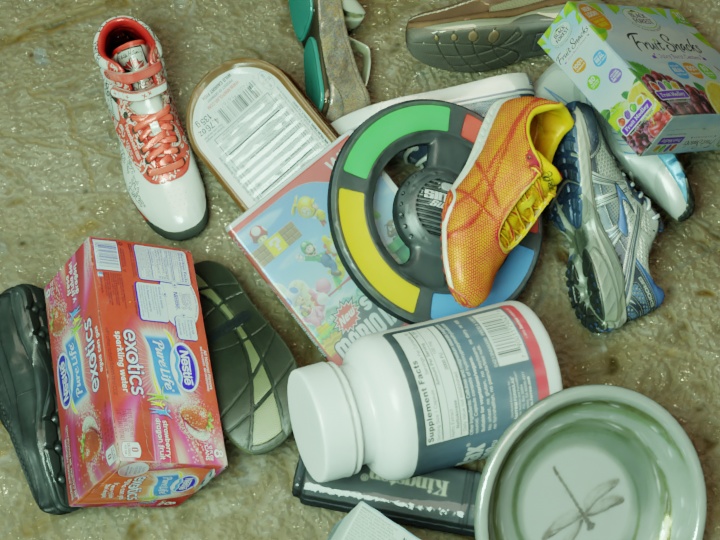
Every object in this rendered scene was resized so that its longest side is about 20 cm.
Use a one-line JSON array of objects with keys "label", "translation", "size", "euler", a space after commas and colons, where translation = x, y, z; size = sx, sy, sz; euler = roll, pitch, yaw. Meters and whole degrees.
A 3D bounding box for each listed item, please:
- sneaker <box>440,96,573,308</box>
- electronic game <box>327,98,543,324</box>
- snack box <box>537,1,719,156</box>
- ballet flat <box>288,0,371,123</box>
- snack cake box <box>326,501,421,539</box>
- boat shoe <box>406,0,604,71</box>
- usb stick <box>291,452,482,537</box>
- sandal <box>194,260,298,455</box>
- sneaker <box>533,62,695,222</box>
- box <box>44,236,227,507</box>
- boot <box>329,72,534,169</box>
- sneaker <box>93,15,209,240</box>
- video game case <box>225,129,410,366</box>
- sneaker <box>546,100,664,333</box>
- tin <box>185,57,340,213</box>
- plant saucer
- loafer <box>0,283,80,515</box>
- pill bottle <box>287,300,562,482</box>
[{"label": "sneaker", "translation": [0.120, -0.062, 1.211], "size": [0.077, 0.073, 0.201], "euler": [5, 64, 36]}, {"label": "electronic game", "translation": [0.066, -0.049, 1.255], "size": [0.198, 0.042, 0.202], "euler": [5, 75, -20]}, {"label": "snack box", "translation": [0.264, -0.170, 1.306], "size": [0.199, 0.053, 0.142], "euler": [-9, 53, -50]}, {"label": "ballet flat", "translation": [-0.027, -0.223, 1.400], "size": [0.067, 0.068, 0.202], "euler": [0, 67, -21]}, {"label": "snack cake box", "translation": [0.047, 0.279, 1.093], "size": [0.199, 0.067, 0.115], "euler": [34, 55, -3]}, {"label": "boat shoe", "translation": [0.134, -0.239, 1.385], "size": [0.198, 0.076, 0.072], "euler": [-8, 65, -14]}, {"label": "usb stick", "translation": [0.045, 0.181, 1.202], "size": [0.198, 0.033, 0.056], "euler": [10, 64, 6]}, {"label": "sandal", "translation": [-0.101, 0.073, 1.251], "size": [0.079, 0.058, 0.202], "euler": [-25, 50, -5]}, {"label": "sneaker", "translation": [0.221, -0.109, 1.336], "size": [0.086, 0.075, 0.200], "euler": [-36, 64, -2]}, {"label": "box", "translation": [-0.186, 0.084, 1.201], "size": [0.099, 0.095, 0.201], "euler": [7, 57, -35]}, {"label": "boot", "translation": [0.067, -0.111, 1.333], "size": [0.198, 0.073, 0.091], "euler": [-14, 83, 7]}, {"label": "sneaker", "translation": [-0.192, -0.132, 1.322], "size": [0.067, 0.108, 0.203], "euler": [-17, 64, -8]}, {"label": "video game case", "translation": [0.000, 0.000, 1.259], "size": [0.143, 0.017, 0.200], "euler": [-39, 93, -17]}, {"label": "sneaker", "translation": [0.215, -0.049, 1.286], "size": [0.084, 0.077, 0.202], "euler": [-9, 86, -20]}, {"label": "tin", "translation": [-0.074, -0.099, 1.309], "size": [0.112, 0.042, 0.200], "euler": [-41, 82, 8]}, {"label": "plant saucer", "translation": [0.174, 0.187, 1.159], "size": [0.198, 0.050, 0.202], "euler": [-1, 93, -19]}, {"label": "loafer", "translation": [-0.273, 0.111, 1.231], "size": [0.070, 0.068, 0.202], "euler": [-27, 68, 25]}, {"label": "pill bottle", "translation": [0.049, 0.101, 1.175], "size": [0.198, 0.120, 0.120], "euler": [-12, 63, -18]}]
